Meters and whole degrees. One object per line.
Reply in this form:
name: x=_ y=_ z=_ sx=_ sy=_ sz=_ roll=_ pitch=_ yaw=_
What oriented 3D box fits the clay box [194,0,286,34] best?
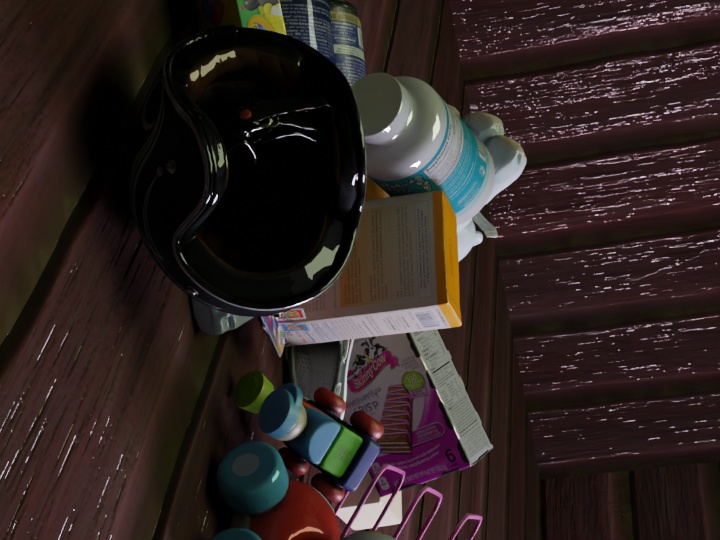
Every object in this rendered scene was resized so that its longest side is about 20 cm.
clay box: x=-0.117 y=-0.256 z=1.339 sx=0.115 sy=0.047 sz=0.202 roll=15 pitch=-62 yaw=64

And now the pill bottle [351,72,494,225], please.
pill bottle: x=0.055 y=-0.129 z=1.511 sx=0.200 sy=0.110 sz=0.112 roll=37 pitch=44 yaw=-54

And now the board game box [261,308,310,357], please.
board game box: x=-0.075 y=-0.020 z=1.386 sx=0.201 sy=0.038 sz=0.160 roll=73 pitch=12 yaw=-58

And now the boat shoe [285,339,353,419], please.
boat shoe: x=-0.043 y=0.077 z=1.562 sx=0.060 sy=0.075 sz=0.202 roll=67 pitch=18 yaw=-70

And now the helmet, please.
helmet: x=-0.090 y=-0.068 z=1.138 sx=0.201 sy=0.198 sz=0.192 roll=-84 pitch=-176 yaw=-49

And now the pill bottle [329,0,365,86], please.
pill bottle: x=-0.046 y=-0.182 z=1.578 sx=0.112 sy=0.111 sz=0.203 roll=28 pitch=55 yaw=-76

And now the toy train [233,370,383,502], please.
toy train: x=-0.075 y=0.132 z=1.374 sx=0.115 sy=0.199 sz=0.085 roll=37 pitch=84 yaw=-34

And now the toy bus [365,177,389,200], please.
toy bus: x=0.008 y=-0.049 z=1.711 sx=0.078 sy=0.064 sz=0.202 roll=52 pitch=32 yaw=-67

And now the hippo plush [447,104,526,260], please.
hippo plush: x=0.116 y=-0.081 z=1.705 sx=0.161 sy=0.158 sz=0.201 roll=81 pitch=-12 yaw=-61

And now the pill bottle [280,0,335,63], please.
pill bottle: x=-0.082 y=-0.233 z=1.469 sx=0.112 sy=0.111 sz=0.203 roll=25 pitch=59 yaw=-76

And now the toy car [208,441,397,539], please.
toy car: x=-0.015 y=0.259 z=1.260 sx=0.178 sy=0.198 sz=0.185 roll=-81 pitch=160 yaw=-45

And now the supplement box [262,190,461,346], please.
supplement box: x=0.000 y=0.000 z=1.505 sx=0.074 sy=0.198 sz=0.127 roll=53 pitch=33 yaw=-64

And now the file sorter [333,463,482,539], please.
file sorter: x=0.044 y=0.275 z=1.465 sx=0.126 sy=0.199 sz=0.139 roll=-59 pitch=164 yaw=-3

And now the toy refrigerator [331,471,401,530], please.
toy refrigerator: x=0.004 y=0.198 z=1.736 sx=0.076 sy=0.069 sz=0.202 roll=52 pitch=32 yaw=-55

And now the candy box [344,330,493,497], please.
candy box: x=0.043 y=0.137 z=1.627 sx=0.061 sy=0.136 sz=0.202 roll=-26 pitch=91 yaw=-55

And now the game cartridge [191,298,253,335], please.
game cartridge: x=-0.129 y=-0.051 z=1.316 sx=0.133 sy=0.040 sz=0.202 roll=-26 pitch=109 yaw=-74
